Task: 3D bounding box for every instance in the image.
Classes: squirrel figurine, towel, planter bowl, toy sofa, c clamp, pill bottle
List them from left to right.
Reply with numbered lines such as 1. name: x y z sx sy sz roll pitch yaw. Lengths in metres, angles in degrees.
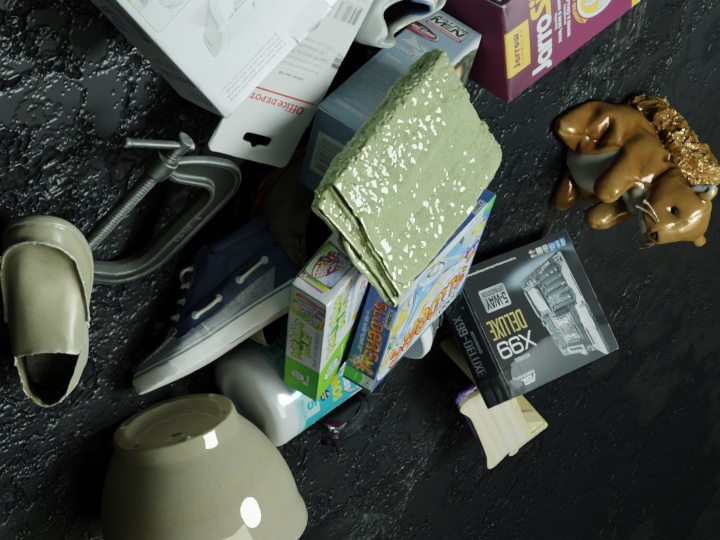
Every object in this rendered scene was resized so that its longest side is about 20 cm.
1. c clamp: -0.188 -0.051 1.378 0.171 0.027 0.200 -4 145 -49
2. planter bowl: -0.163 0.202 1.567 0.200 0.200 0.135 -27 113 -35
3. pill bottle: -0.042 0.084 1.659 0.200 0.111 0.111 -34 143 -28
4. towel: 0.043 -0.084 1.426 0.200 0.036 0.148 -53 129 -26
5. toy sofa: 0.153 0.151 1.993 0.098 0.083 0.200 -37 145 -6
6. squirrel figurine: 0.345 -0.114 1.889 0.200 0.187 0.142 -31 141 -31

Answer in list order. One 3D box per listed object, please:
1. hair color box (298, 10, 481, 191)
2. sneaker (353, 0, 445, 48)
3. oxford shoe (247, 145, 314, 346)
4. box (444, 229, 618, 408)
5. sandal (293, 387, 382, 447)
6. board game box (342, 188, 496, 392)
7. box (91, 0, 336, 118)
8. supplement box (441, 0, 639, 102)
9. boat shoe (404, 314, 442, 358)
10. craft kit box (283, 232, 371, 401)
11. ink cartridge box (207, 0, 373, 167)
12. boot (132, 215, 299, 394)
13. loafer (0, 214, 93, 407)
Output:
1. hair color box: 0.029 -0.152 1.514 0.200 0.061 0.099 -46 163 -40
2. sneaker: 0.055 -0.271 1.470 0.200 0.087 0.075 -48 145 -10
3. oxford shoe: -0.069 -0.021 1.558 0.070 0.075 0.200 -7 125 -48
4. box: 0.194 0.054 1.892 0.200 0.158 0.050 -19 173 -41
5. sandal: -0.015 0.158 1.766 0.075 0.048 0.200 -44 167 16
6. board game box: 0.059 0.014 1.599 0.200 0.034 0.135 -46 160 -45
7. box: -0.104 -0.249 1.224 0.200 0.097 0.176 -49 124 -7
8. supplement box: 0.175 -0.284 1.594 0.200 0.103 0.131 -39 146 -20
9. boat shoe: 0.062 0.012 1.770 0.066 0.070 0.200 -53 149 -34
10. craft kit box: 0.000 0.000 1.528 0.198 0.048 0.200 -50 165 -25
11. ink cartridge box: -0.073 -0.197 1.396 0.116 0.067 0.200 10 112 -55
12. boot: -0.147 0.033 1.529 0.200 0.090 0.073 -32 175 14
13. loafer: -0.259 0.038 1.359 0.076 0.068 0.200 -3 135 -3
